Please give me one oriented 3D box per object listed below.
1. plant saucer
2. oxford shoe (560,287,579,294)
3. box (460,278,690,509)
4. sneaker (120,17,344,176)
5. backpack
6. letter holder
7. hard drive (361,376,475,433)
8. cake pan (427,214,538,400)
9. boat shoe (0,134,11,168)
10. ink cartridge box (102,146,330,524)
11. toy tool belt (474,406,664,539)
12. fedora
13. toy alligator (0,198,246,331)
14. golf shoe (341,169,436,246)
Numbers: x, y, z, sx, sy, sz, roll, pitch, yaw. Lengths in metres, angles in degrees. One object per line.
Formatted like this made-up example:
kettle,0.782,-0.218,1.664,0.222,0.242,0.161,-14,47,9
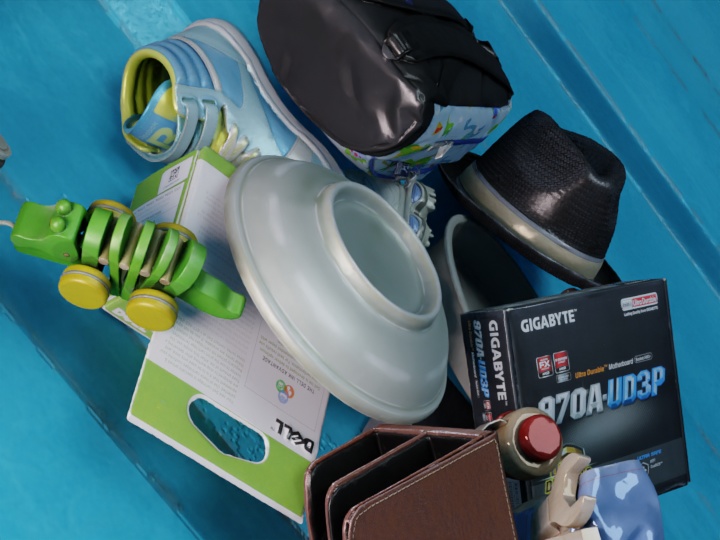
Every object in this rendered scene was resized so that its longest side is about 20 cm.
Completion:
plant saucer,0.000,0.000,1.096,0.200,0.050,0.201,40,28,-27
oxford shoe,0.211,0.071,1.424,0.073,0.071,0.200,67,9,30
box,0.159,0.096,1.248,0.199,0.046,0.161,-8,91,-46
sneaker,-0.093,-0.076,1.175,0.201,0.079,0.130,54,32,8
backpack,0.027,-0.142,1.256,0.163,0.154,0.199,49,36,18
letter holder,0.022,0.213,1.040,0.141,0.100,0.202,-23,105,-43
hard drive,0.049,0.164,1.208,0.135,0.042,0.200,50,36,-13
cake pan,0.108,0.053,1.327,0.201,0.037,0.201,50,22,-28
boat shoe,-0.244,-0.071,0.962,0.067,0.057,0.200,49,1,-4
ink cartridge box,-0.091,0.047,1.093,0.147,0.075,0.202,36,50,-31
toy tool belt,0.152,0.173,1.089,0.124,0.123,0.202,-10,77,-31
fedora,0.156,-0.069,1.400,0.199,0.092,0.201,31,16,-10
toy alligator,-0.158,-0.018,0.997,0.198,0.054,0.060,20,57,-6
golf shoe,0.000,0.008,1.253,0.096,0.078,0.201,20,43,-20
